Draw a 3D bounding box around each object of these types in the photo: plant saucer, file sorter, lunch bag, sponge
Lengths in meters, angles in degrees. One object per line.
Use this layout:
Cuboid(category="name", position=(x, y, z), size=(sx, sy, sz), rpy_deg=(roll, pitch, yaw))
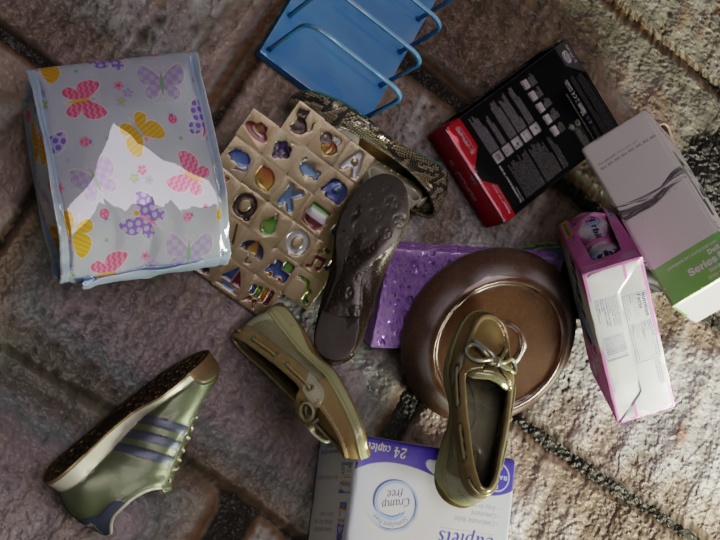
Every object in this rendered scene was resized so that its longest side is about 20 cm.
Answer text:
Cuboid(category="plant saucer", position=(0.140, 0.075, 1.564), size=(0.199, 0.032, 0.201), rpy_deg=(-6, 112, -15))
Cuboid(category="file sorter", position=(0.013, -0.276, 1.552), size=(0.138, 0.123, 0.201), rpy_deg=(35, 70, -17))
Cuboid(category="lunch bag", position=(-0.221, -0.088, 1.401), size=(0.169, 0.127, 0.201), rpy_deg=(-11, 78, -18))
Cuboid(category="sponge", position=(0.108, 0.030, 1.569), size=(0.199, 0.030, 0.112), rpy_deg=(4, 109, -20))

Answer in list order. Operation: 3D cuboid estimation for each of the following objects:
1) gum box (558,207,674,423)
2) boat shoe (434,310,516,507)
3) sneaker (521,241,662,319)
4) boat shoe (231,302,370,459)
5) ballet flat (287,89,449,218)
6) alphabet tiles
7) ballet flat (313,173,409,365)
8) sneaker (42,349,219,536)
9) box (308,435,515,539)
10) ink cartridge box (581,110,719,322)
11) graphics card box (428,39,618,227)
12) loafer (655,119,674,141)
Cuboid(category="gum box", position=(0.266, 0.043, 1.567), size=(0.066, 0.114, 0.201), rpy_deg=(-17, 118, 1))
Cuboid(category="boat shoe", position=(0.120, 0.130, 1.465), size=(0.073, 0.063, 0.202), rpy_deg=(23, 63, -19))
Cuboid(category="sneaker", position=(0.257, 0.011, 1.668), size=(0.199, 0.071, 0.083), rpy_deg=(0, 101, -27))
Cuboid(category="boat shoe", position=(-0.056, 0.114, 1.443), size=(0.063, 0.073, 0.201), rpy_deg=(-28, 54, -12))
Cuboid(category="ballet flat", position=(0.008, -0.114, 1.552), size=(0.199, 0.068, 0.076), rpy_deg=(30, 47, -22))
Cuboid(category="alphabet tiles", position=(-0.080, -0.060, 1.500), size=(0.166, 0.006, 0.200), rpy_deg=(35, 91, -17))
Cuboid(category="ballet flat", position=(0.000, 0.000, 1.496), size=(0.067, 0.046, 0.201), rpy_deg=(15, 79, 8))
Cuboid(category="sneaker", position=(-0.200, 0.169, 1.420), size=(0.200, 0.067, 0.090), rpy_deg=(-40, 108, -25))
Cuboid(category="box", position=(0.047, 0.277, 1.499), size=(0.183, 0.105, 0.201), rpy_deg=(12, 78, -24))
Cuboid(category="ink cartridge box", position=(0.333, -0.056, 1.603), size=(0.084, 0.145, 0.201), rpy_deg=(-32, 71, 15))
Cuboid(category="graphics card box", position=(0.183, -0.153, 1.657), size=(0.200, 0.051, 0.126), rpy_deg=(-38, 99, -24))
Cuboid(category="loafer", position=(0.347, -0.075, 1.718), size=(0.072, 0.063, 0.201), rpy_deg=(-14, 89, -28))
